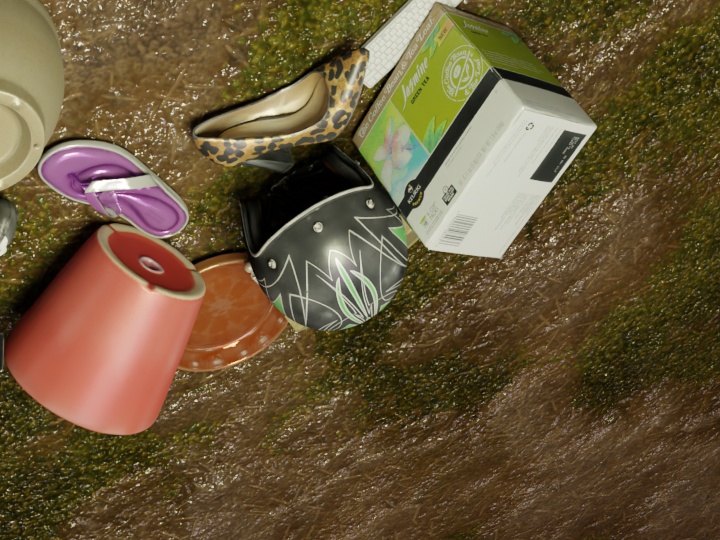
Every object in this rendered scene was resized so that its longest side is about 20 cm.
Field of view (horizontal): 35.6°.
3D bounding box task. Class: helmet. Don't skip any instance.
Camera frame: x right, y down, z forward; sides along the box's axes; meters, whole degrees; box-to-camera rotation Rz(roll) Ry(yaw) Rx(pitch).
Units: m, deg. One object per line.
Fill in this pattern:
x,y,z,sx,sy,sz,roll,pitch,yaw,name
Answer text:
-0.037,-0.027,1.275,0.198,0.191,0.202,-15,133,-17,helmet

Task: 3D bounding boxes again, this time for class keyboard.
0.067,-0.285,1.259,0.200,0.011,0.056,-42,140,15,keyboard

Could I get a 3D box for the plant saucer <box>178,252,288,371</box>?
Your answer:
-0.181,0.052,1.454,0.198,0.032,0.202,-18,140,-16,plant saucer

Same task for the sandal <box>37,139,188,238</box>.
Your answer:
-0.262,-0.084,1.240,0.082,0.050,0.202,-44,139,18,sandal

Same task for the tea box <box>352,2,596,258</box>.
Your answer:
0.124,-0.157,1.282,0.133,0.198,0.201,6,129,-41,tea box

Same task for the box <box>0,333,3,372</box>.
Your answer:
-0.513,0.094,1.222,0.198,0.050,0.160,10,162,-39,box

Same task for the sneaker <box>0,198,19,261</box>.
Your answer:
-0.452,-0.014,1.185,0.199,0.067,0.090,-37,143,12,sneaker

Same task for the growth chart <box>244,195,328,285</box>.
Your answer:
-0.048,-0.032,1.429,0.199,0.018,0.145,-39,141,-7,growth chart

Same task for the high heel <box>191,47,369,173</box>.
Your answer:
-0.087,-0.181,1.223,0.142,0.072,0.200,8,138,-45,high heel

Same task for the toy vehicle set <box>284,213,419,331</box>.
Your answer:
0.000,0.000,1.443,0.200,0.027,0.124,-42,173,14,toy vehicle set

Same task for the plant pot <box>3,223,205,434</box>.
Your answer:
-0.280,0.058,1.286,0.199,0.201,0.178,18,114,-43,plant pot

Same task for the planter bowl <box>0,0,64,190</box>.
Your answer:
-0.363,-0.156,1.032,0.198,0.135,0.202,-17,140,-14,planter bowl
